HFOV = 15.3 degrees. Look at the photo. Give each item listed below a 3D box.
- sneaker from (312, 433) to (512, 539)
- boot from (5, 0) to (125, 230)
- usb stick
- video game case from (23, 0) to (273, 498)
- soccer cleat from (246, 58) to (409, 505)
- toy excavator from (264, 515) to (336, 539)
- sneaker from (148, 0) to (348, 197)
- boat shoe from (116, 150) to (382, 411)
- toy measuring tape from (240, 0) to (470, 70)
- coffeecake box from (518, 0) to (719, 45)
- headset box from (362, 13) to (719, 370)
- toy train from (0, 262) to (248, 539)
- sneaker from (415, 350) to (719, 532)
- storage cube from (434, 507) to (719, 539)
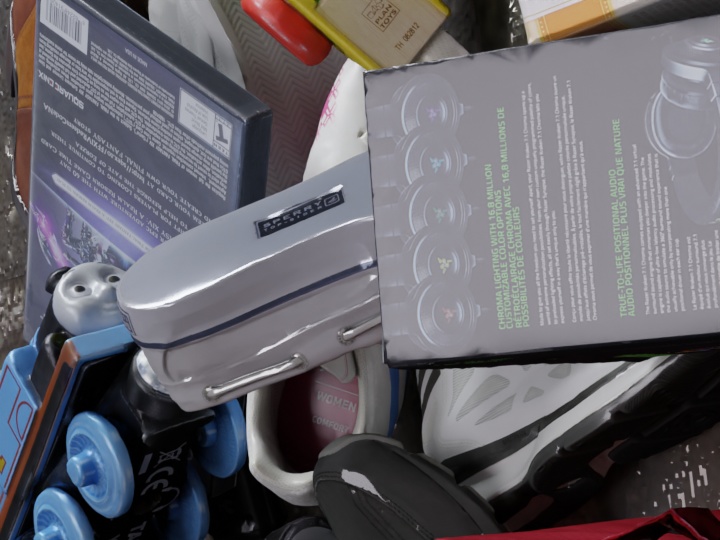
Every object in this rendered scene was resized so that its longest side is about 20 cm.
[{"bbox_3d":[0.037,0.154,1.011,0.200,0.079,0.075,56,151,2],"label":"sneaker"},{"bbox_3d":[-0.116,-0.121,1.244,0.200,0.068,0.189,110,158,-46],"label":"boot"},{"bbox_3d":[-0.075,0.029,1.212,0.055,0.033,0.201,2,110,52],"label":"usb stick"},{"bbox_3d":[-0.097,-0.016,1.172,0.143,0.019,0.201,36,135,34],"label":"video game case"},{"bbox_3d":[0.000,0.000,1.080,0.070,0.086,0.201,13,95,13],"label":"soccer cleat"},{"bbox_3d":[-0.005,0.232,1.126,0.100,0.200,0.195,-35,23,50],"label":"toy excavator"},{"bbox_3d":[-0.038,-0.065,1.180,0.116,0.073,0.201,170,85,-74],"label":"sneaker"},{"bbox_3d":[0.009,-0.003,1.012,0.074,0.199,0.066,-88,-23,-60],"label":"boat shoe"},{"bbox_3d":[0.016,-0.092,1.058,0.200,0.074,0.074,41,134,-2],"label":"toy measuring tape"},{"bbox_3d":[0.135,-0.167,0.846,0.199,0.073,0.154,-19,75,22],"label":"coffeecake box"},{"bbox_3d":[0.118,-0.023,0.816,0.199,0.174,0.093,-6,86,31],"label":"headset box"},{"bbox_3d":[-0.120,0.082,1.172,0.114,0.086,0.200,54,143,25],"label":"toy train"},{"bbox_3d":[0.073,0.021,1.012,0.200,0.075,0.116,-40,62,50],"label":"sneaker"},{"bbox_3d":[0.141,0.170,0.842,0.171,0.179,0.201,3,93,54],"label":"storage cube"}]
